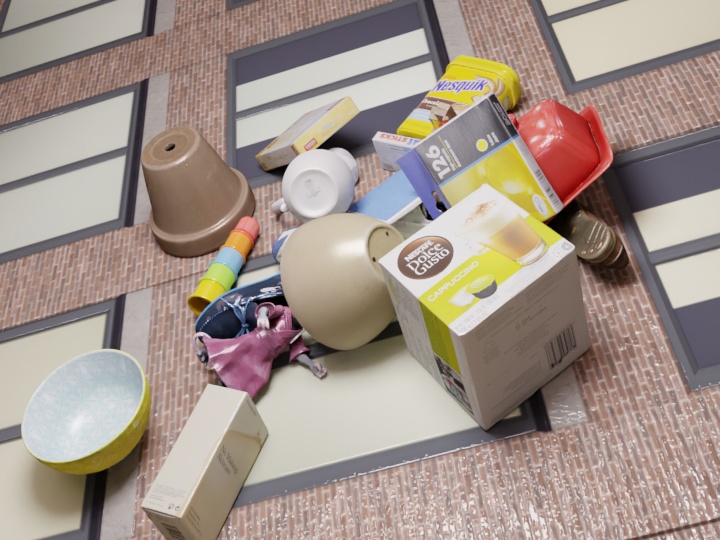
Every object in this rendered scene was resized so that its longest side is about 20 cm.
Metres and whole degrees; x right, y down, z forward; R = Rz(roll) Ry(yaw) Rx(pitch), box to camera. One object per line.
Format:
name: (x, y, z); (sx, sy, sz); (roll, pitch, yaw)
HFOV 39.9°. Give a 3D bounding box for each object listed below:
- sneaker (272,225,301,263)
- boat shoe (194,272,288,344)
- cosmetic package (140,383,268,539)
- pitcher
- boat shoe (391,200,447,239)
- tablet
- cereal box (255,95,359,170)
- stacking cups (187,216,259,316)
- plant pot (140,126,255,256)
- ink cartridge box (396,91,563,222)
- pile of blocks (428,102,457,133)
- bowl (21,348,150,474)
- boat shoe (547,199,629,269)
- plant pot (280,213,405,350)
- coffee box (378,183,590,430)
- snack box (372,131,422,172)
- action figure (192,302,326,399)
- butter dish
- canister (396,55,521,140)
sneaker: (-0.062, -0.018, 1.613); (0.196, 0.076, 0.089); (1, 48, 23)
boat shoe: (-0.170, 0.060, 1.576); (0.198, 0.085, 0.069); (-32, 39, -6)
cosmetic package: (-0.211, 0.273, 1.376); (0.072, 0.104, 0.202); (8, 53, 26)
pitcher: (-0.087, -0.132, 1.680); (0.170, 0.122, 0.200); (-32, 9, 11)
boat shoe: (0.112, -0.088, 1.613); (0.197, 0.069, 0.072); (17, 56, 34)
tablet: (0.057, -0.122, 1.648); (0.129, 0.014, 0.200); (-37, 20, -11)
cereal box: (-0.100, -0.247, 1.806); (0.144, 0.040, 0.199); (-43, 17, -20)
stacking cups: (-0.224, -0.012, 1.683); (0.059, 0.061, 0.202); (5, 50, 25)
plant pot: (-0.308, -0.156, 1.773); (0.196, 0.176, 0.203); (-12, 44, 12)
ink cartridge box: (0.170, -0.128, 1.486); (0.199, 0.199, 0.047); (-32, 4, 32)
pile of blocks: (0.145, -0.195, 1.610); (0.081, 0.062, 0.202); (-33, 56, 11)
bowl: (-0.392, 0.230, 1.485); (0.196, 0.109, 0.202); (-12, 44, 11)
boat shoe: (0.335, -0.053, 1.495); (0.072, 0.067, 0.200); (-53, 27, 10)
plant pot: (0.000, 0.000, 1.451); (0.134, 0.200, 0.202); (-26, 32, 44)
coffee box: (0.172, 0.046, 1.367); (0.198, 0.202, 0.198); (-34, 45, -13)
snack box: (0.113, -0.190, 1.708); (0.197, 0.073, 0.024); (16, 56, 33)
action figure: (-0.140, 0.114, 1.518); (0.199, 0.135, 0.149); (-36, 22, -13)
butter dish: (0.267, -0.182, 1.526); (0.199, 0.147, 0.201); (-43, 23, 26)
canister: (0.173, -0.279, 1.760); (0.147, 0.087, 0.201); (20, 60, 36)
